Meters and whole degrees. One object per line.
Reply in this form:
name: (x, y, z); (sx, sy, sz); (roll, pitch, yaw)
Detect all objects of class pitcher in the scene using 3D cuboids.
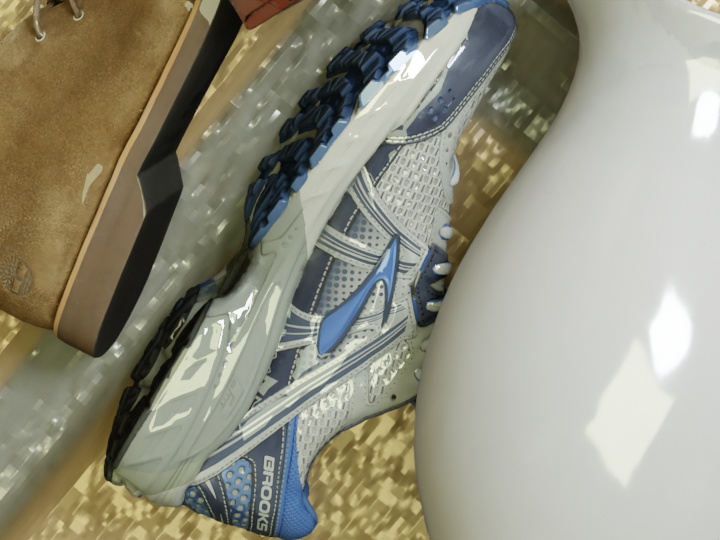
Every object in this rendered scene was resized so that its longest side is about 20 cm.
pitcher: (0.110, 0.012, 0.882); (0.171, 0.121, 0.201); (15, 92, 21)

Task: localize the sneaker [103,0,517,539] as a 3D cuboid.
sneaker: (0.000, 0.000, 0.941); (0.085, 0.077, 0.200); (31, 102, -14)

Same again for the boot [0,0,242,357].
boot: (-0.078, -0.078, 0.930); (0.075, 0.074, 0.201); (25, 97, 7)

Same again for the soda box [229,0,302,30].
soda box: (0.034, -0.153, 0.887); (0.200, 0.064, 0.069); (-34, 96, -24)
